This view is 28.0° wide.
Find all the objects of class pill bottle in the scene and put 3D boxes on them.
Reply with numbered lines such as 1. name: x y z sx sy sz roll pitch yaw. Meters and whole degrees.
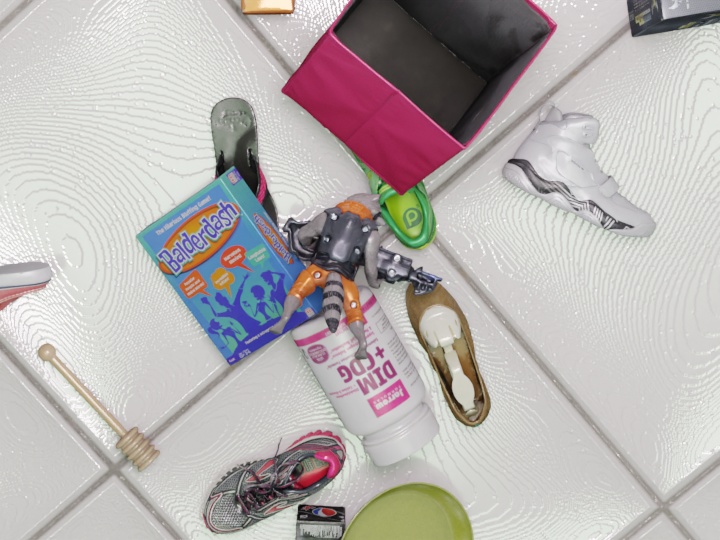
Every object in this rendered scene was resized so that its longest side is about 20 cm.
1. pill bottle: 0.009 0.130 1.763 0.113 0.113 0.200 -30 98 4

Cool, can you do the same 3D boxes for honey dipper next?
1. honey dipper: -0.332 0.169 1.807 0.038 0.038 0.200 -43 95 6

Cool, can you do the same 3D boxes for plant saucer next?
1. plant saucer: 0.050 0.358 1.810 0.199 0.031 0.201 -6 102 -28

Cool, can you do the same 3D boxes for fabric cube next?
1. fabric cube: 0.061 -0.238 1.629 0.200 0.199 0.196 40 70 -7

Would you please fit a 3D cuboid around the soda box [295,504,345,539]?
1. soda box: -0.055 0.402 1.828 0.063 0.071 0.201 4 99 -1

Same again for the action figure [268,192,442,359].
1. action figure: 0.000 0.000 1.669 0.199 0.105 0.194 13 70 -3

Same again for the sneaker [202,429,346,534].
1. sneaker: -0.111 0.266 1.804 0.200 0.075 0.081 -32 98 5

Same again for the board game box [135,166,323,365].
1. board game box: -0.156 -0.003 1.747 0.152 0.045 0.200 -32 98 30

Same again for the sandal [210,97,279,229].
1. sandal: -0.147 -0.109 1.757 0.075 0.045 0.201 -10 99 1

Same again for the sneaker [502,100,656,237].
1. sneaker: 0.281 -0.121 1.743 0.199 0.075 0.115 25 101 -1

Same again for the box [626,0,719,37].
1. box: 0.399 -0.311 1.651 0.157 0.200 0.051 -9 93 1

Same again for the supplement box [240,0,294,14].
1. supplement box: -0.110 -0.403 1.700 0.066 0.069 0.201 -1 97 -2

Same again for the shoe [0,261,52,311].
1. shoe: -0.466 0.049 1.772 0.199 0.071 0.091 -10 101 7

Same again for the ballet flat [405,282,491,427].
1. ballet flat: 0.111 0.104 1.781 0.068 0.072 0.201 -19 99 2

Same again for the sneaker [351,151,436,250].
1. sneaker: 0.040 -0.117 1.738 0.074 0.084 0.200 -28 98 4
